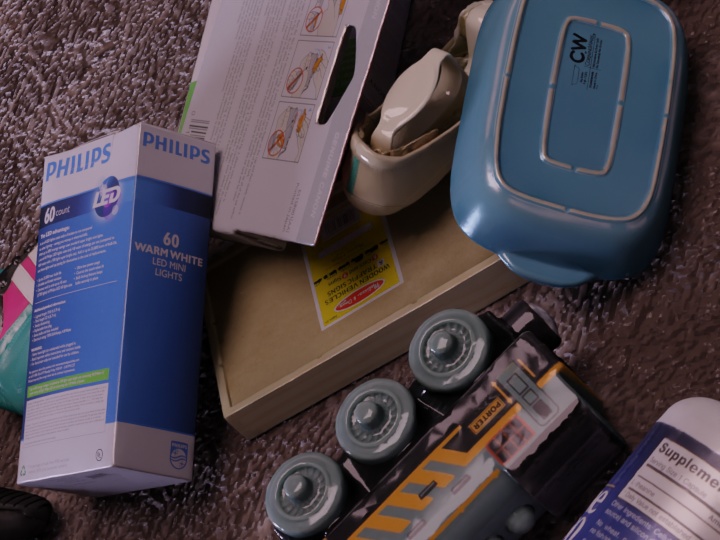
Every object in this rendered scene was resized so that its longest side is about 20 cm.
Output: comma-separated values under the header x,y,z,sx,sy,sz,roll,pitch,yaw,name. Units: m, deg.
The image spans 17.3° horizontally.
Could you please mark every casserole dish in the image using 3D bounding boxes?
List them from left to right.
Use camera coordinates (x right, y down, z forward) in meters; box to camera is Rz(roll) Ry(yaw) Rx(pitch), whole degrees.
x,y,z,sx,sy,sz,roll,pitch,yaw,name
0.117,-0.085,1.275,0.121,0.039,0.200,14,59,-3,casserole dish

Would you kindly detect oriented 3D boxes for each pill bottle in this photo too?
x,y,z,sx,sy,sz,roll,pitch,yaw,name
0.156,0.129,1.072,0.200,0.111,0.111,-50,42,-6,pill bottle

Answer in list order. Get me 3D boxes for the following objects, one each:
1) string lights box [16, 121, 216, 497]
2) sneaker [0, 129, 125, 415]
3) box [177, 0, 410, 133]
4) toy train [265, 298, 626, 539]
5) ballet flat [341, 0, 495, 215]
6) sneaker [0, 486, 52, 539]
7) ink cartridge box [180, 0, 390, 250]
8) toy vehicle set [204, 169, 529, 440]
x,y,z,sx,sy,sz,roll,pitch,yaw,name
-0.142,0.025,1.373,0.103,0.059,0.200,-14,68,49,string lights box
-0.203,0.003,1.488,0.121,0.084,0.200,-1,59,27,sneaker
-0.034,-0.169,1.518,0.144,0.036,0.200,-11,51,33,box
0.040,0.107,1.210,0.200,0.085,0.114,-45,51,1,toy train
0.062,-0.110,1.334,0.069,0.070,0.200,17,54,45,ballet flat
-0.276,0.174,1.423,0.200,0.074,0.089,-6,87,15,sneaker
-0.032,-0.111,1.372,0.174,0.044,0.200,12,84,53,ink cartridge box
0.000,0.000,1.362,0.200,0.027,0.124,-30,44,17,toy vehicle set
